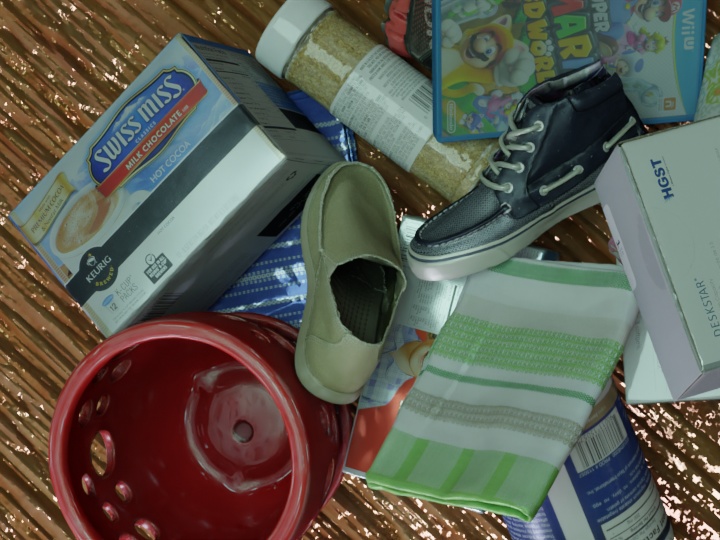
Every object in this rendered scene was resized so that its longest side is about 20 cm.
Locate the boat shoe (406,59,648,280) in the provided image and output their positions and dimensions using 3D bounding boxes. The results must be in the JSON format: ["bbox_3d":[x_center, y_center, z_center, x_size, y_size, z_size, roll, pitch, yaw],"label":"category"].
[{"bbox_3d":[0.112,-0.075,1.531,0.199,0.075,0.093,-29,122,-10],"label":"boat shoe"}]

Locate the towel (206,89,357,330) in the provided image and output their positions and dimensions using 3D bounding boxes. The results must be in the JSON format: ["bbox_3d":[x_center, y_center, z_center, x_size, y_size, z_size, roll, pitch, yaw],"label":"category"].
[{"bbox_3d":[-0.065,-0.035,1.674,0.144,0.024,0.201,-10,86,17],"label":"towel"}]

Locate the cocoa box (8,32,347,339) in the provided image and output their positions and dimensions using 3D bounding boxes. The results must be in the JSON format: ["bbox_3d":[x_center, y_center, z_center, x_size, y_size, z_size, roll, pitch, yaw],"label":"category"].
[{"bbox_3d":[-0.137,-0.061,1.620,0.200,0.133,0.131,-45,76,14],"label":"cocoa box"}]

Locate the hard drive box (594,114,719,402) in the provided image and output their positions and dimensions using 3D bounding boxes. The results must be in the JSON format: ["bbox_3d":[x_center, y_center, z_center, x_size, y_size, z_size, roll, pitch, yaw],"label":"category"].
[{"bbox_3d":[0.270,-0.024,1.354,0.199,0.077,0.157,-15,75,-10],"label":"hard drive box"}]

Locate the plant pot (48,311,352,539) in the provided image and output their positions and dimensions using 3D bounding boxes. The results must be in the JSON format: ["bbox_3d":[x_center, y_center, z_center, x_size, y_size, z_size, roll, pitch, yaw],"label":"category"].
[{"bbox_3d":[-0.105,0.125,1.591,0.199,0.182,0.202,2,97,18],"label":"plant pot"}]

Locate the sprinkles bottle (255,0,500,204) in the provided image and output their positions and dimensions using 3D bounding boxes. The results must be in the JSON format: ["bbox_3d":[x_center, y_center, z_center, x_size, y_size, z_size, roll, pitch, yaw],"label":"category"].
[{"bbox_3d":[0.017,-0.129,1.615,0.200,0.068,0.068,37,99,7],"label":"sprinkles bottle"}]

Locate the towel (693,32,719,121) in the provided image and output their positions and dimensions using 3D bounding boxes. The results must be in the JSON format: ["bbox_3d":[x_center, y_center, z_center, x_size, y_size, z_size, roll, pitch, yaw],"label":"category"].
[{"bbox_3d":[0.330,-0.099,1.496,0.199,0.048,0.172,2,48,21],"label":"towel"}]

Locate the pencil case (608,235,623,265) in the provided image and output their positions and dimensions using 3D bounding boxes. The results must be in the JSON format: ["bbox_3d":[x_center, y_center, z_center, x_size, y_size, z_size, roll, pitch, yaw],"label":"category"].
[{"bbox_3d":[0.258,0.019,1.426,0.083,0.087,0.200,-45,81,-4],"label":"pencil case"}]

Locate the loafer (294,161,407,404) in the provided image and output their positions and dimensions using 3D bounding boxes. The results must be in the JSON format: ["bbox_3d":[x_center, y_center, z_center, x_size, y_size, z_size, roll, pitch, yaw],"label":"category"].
[{"bbox_3d":[0.000,0.000,1.545,0.068,0.075,0.201,-39,39,46],"label":"loafer"}]

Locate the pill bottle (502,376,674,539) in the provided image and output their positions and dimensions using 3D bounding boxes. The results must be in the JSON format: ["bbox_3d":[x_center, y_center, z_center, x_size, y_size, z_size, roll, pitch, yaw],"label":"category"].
[{"bbox_3d":[0.158,0.169,1.532,0.110,0.111,0.201,-18,107,15],"label":"pill bottle"}]

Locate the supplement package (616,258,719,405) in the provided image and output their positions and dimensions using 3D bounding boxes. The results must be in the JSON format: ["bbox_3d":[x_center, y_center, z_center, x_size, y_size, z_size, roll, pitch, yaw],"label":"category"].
[{"bbox_3d":[0.291,0.033,1.518,0.199,0.109,0.114,-5,87,17],"label":"supplement package"}]

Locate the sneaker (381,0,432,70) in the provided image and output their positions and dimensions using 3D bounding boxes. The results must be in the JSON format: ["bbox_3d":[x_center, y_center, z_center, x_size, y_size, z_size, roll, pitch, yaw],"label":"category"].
[{"bbox_3d":[0.071,-0.217,1.557,0.071,0.201,0.098,-33,60,-28],"label":"sneaker"}]

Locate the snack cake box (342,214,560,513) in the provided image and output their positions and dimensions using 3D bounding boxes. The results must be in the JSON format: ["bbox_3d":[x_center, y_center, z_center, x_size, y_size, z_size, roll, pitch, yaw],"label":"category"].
[{"bbox_3d":[0.069,0.068,1.607,0.114,0.067,0.201,15,93,15],"label":"snack cake box"}]

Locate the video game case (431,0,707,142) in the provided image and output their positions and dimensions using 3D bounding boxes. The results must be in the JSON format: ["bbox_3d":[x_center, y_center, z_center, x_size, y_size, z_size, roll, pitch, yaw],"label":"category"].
[{"bbox_3d":[0.150,-0.168,1.542,0.199,0.018,0.144,-6,117,-8],"label":"video game case"}]

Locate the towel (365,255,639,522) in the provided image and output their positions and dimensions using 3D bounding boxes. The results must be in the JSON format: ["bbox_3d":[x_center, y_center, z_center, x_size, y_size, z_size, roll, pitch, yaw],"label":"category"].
[{"bbox_3d":[0.099,0.073,1.471,0.149,0.031,0.200,5,54,41],"label":"towel"}]
